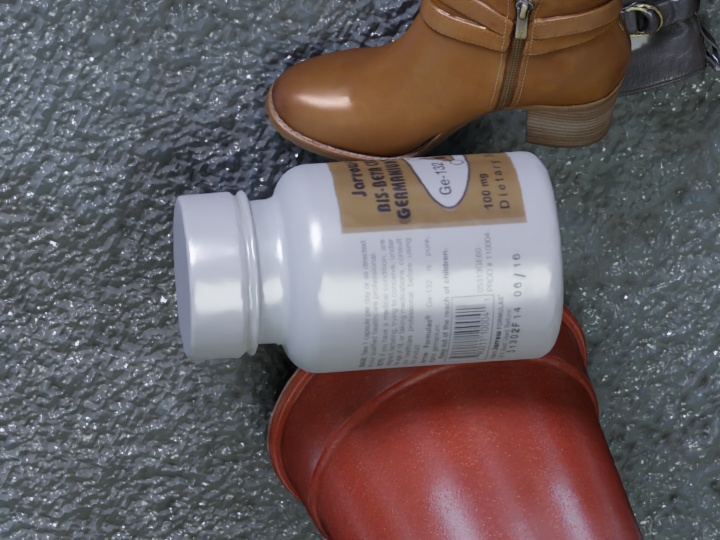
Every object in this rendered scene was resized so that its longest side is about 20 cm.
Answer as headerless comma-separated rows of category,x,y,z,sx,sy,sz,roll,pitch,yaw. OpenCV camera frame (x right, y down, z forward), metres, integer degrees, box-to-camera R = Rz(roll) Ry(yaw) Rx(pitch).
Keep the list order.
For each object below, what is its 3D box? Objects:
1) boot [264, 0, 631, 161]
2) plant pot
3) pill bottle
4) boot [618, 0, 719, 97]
boot,0.044,-0.123,1.590,0.200,0.077,0.155,5,149,7
plant pot,0.071,0.144,1.697,0.200,0.195,0.201,-14,139,-13
pill bottle,0.002,-0.003,1.613,0.200,0.114,0.115,-4,120,-8
boot,0.106,-0.163,1.641,0.200,0.069,0.174,-4,128,-4
